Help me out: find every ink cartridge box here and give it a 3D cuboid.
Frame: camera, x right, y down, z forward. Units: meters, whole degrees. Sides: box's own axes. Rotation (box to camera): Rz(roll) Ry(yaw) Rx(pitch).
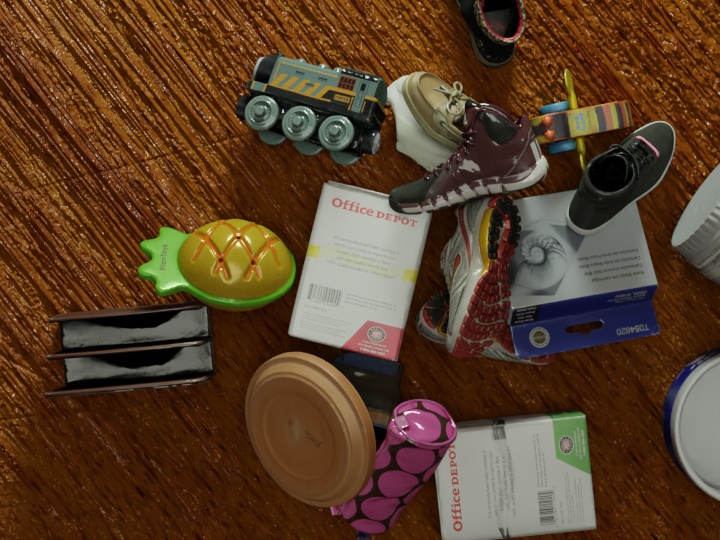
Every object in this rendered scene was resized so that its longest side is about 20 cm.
[{"bbox_3d":[0.193,0.263,1.598,0.198,0.084,0.148,-5,91,0],"label":"ink cartridge box"},{"bbox_3d":[0.000,0.000,1.592,0.144,0.083,0.202,14,91,-1],"label":"ink cartridge box"},{"bbox_3d":[0.271,-0.003,1.577,0.198,0.041,0.202,-10,75,-7],"label":"ink cartridge box"}]

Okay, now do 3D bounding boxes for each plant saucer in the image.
[{"bbox_3d":[-0.069,0.201,1.542,0.199,0.032,0.202,15,115,33],"label":"plant saucer"}]

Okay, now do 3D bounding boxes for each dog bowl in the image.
[{"bbox_3d":[0.494,0.198,1.600,0.198,0.079,0.202,0,92,0],"label":"dog bowl"}]

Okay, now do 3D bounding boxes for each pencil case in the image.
[{"bbox_3d":[0.039,0.246,1.547,0.093,0.091,0.201,13,128,-22],"label":"pencil case"}]

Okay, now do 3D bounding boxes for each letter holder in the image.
[{"bbox_3d":[-0.293,0.099,1.565,0.198,0.142,0.102,-5,91,0],"label":"letter holder"}]

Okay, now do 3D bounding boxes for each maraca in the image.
[{"bbox_3d":[-0.180,-0.008,1.572,0.198,0.138,0.108,4,133,-9],"label":"maraca"}]

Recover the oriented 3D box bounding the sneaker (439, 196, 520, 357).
[{"bbox_3d":[0.139,0.009,1.530,0.078,0.082,0.202,22,78,-45],"label":"sneaker"}]

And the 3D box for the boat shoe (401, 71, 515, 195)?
[{"bbox_3d":[0.139,-0.181,1.546,0.200,0.063,0.073,40,56,-7],"label":"boat shoe"}]

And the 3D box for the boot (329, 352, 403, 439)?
[{"bbox_3d":[-0.039,0.151,1.617,0.198,0.075,0.098,13,66,10],"label":"boot"}]

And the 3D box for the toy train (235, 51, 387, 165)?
[{"bbox_3d":[-0.059,-0.208,1.579,0.199,0.085,0.115,17,81,18],"label":"toy train"}]

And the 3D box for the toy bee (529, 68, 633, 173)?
[{"bbox_3d":[0.257,-0.175,1.578,0.199,0.109,0.131,-33,93,1],"label":"toy bee"}]

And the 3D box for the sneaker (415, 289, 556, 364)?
[{"bbox_3d":[0.164,0.076,1.606,0.198,0.082,0.078,17,67,-15],"label":"sneaker"}]

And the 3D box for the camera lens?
[{"bbox_3d":[0.513,-0.034,1.554,0.199,0.160,0.161,33,91,-1],"label":"camera lens"}]

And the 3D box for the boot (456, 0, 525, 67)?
[{"bbox_3d":[0.154,-0.362,1.549,0.073,0.154,0.205,-18,91,0],"label":"boot"}]

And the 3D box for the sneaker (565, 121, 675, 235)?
[{"bbox_3d":[0.339,-0.133,1.550,0.071,0.099,0.200,42,69,13],"label":"sneaker"}]

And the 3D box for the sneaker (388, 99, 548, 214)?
[{"bbox_3d":[0.119,-0.144,1.495,0.198,0.076,0.116,-14,110,11],"label":"sneaker"}]

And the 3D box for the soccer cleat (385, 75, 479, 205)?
[{"bbox_3d":[0.091,-0.156,1.601,0.077,0.069,0.201,-29,84,6],"label":"soccer cleat"}]
